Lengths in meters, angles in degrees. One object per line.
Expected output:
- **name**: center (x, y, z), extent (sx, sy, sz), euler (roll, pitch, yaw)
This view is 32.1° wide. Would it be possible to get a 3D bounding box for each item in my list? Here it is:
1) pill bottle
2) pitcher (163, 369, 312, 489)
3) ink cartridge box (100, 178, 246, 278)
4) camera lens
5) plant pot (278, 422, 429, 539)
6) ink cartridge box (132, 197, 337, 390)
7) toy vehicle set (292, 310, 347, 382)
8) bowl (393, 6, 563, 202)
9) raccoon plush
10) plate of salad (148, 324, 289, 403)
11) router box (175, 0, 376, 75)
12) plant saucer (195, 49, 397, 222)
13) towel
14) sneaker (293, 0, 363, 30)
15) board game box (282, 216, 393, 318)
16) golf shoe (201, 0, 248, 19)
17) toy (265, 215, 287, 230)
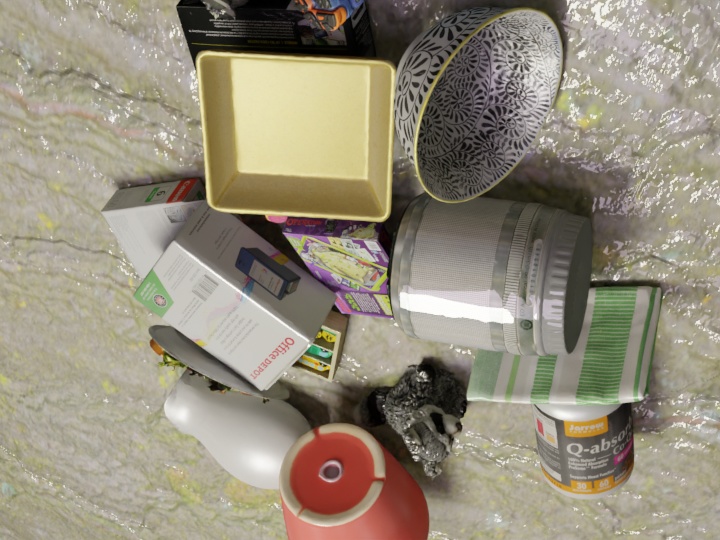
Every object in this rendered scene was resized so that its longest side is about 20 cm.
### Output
- **pill bottle**: center (0.257, 0.160, 1.454), extent (0.115, 0.117, 0.202), euler (5, 132, 22)
- **pitcher**: center (-0.159, 0.232, 1.745), extent (0.198, 0.122, 0.172), euler (22, 158, 21)
- **ink cartridge box**: center (-0.211, -0.054, 1.541), extent (0.198, 0.051, 0.110), euler (-6, 127, 30)
- **camera lens**: center (0.136, 0.003, 1.337), extent (0.197, 0.161, 0.161), euler (8, 133, 20)
- **plant pot**: center (-0.018, 0.302, 1.636), extent (0.198, 0.202, 0.178), euler (8, 148, 20)
- **ink cartridge box**: center (-0.149, 0.032, 1.486), extent (0.199, 0.088, 0.145), euler (38, 138, -7)
- **toy vehicle set**: center (-0.116, 0.066, 1.606), extent (0.198, 0.027, 0.125), euler (21, 145, 8)
- **bowl**: center (0.095, -0.176, 1.205), extent (0.094, 0.200, 0.202), euler (38, 145, 35)
- **raccoon plush**: center (0.057, 0.211, 1.586), extent (0.096, 0.135, 0.200), euler (39, 135, -13)
- **plate of salad**: center (-0.184, 0.125, 1.595), extent (0.198, 0.200, 0.049), euler (27, 95, 2)
- **router box**: center (-0.082, -0.224, 1.317), extent (0.197, 0.051, 0.150), euler (7, 134, 22)
- **plant saucer**: center (-0.063, -0.147, 1.286), extent (0.197, 0.049, 0.202), euler (3, 132, 2)
- **towel**: center (0.224, 0.079, 1.372), extent (0.197, 0.154, 0.023), euler (0, 144, 25)
- **sneaker**: center (-0.055, -0.331, 1.198), extent (0.202, 0.078, 0.075), euler (61, 154, -11)
- **board game box**: center (0.000, 0.000, 1.448), extent (0.118, 0.033, 0.200), euler (2, 152, 21)
- **golf shoe**: center (-0.173, -0.346, 1.248), extent (0.088, 0.077, 0.200), euler (-43, 89, 4)
- **toy**: center (-0.079, -0.080, 1.419), extent (0.114, 0.048, 0.201), euler (-1, 142, 28)
